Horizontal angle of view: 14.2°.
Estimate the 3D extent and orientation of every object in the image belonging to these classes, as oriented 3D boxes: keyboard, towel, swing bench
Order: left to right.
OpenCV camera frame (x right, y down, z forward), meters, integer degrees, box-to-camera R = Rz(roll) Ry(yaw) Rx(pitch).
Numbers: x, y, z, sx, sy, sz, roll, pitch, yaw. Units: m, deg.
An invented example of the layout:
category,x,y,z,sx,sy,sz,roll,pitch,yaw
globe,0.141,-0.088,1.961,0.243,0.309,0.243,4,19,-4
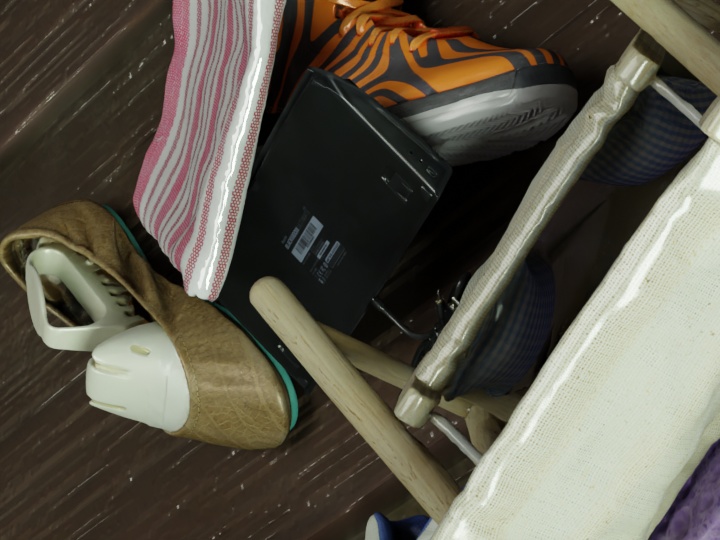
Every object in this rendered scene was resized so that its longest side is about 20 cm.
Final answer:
category,x,y,z,sx,sy,sz,roll,pitch,yaw
towel,-0.072,-0.075,1.291,0.200,0.030,0.147,-134,55,-75
keyboard,0.000,0.000,1.218,0.127,0.021,0.200,46,151,7
swing bench,0.083,0.003,1.034,0.199,0.129,0.200,-55,33,16

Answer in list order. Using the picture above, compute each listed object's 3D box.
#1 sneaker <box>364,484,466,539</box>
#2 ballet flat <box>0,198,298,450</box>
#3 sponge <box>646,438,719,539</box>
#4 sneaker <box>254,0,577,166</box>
category,x,y,z,sx,sy,sz,roll,pitch,yaw
sneaker,0.063,0.121,1.150,0.199,0.075,0.089,-18,73,46
ballet flat,-0.110,0.029,1.353,0.200,0.072,0.068,43,135,41
sponge,0.167,0.030,1.026,0.200,0.030,0.112,-51,15,34
sneaker,0.011,-0.100,1.225,0.199,0.077,0.113,-8,82,48
